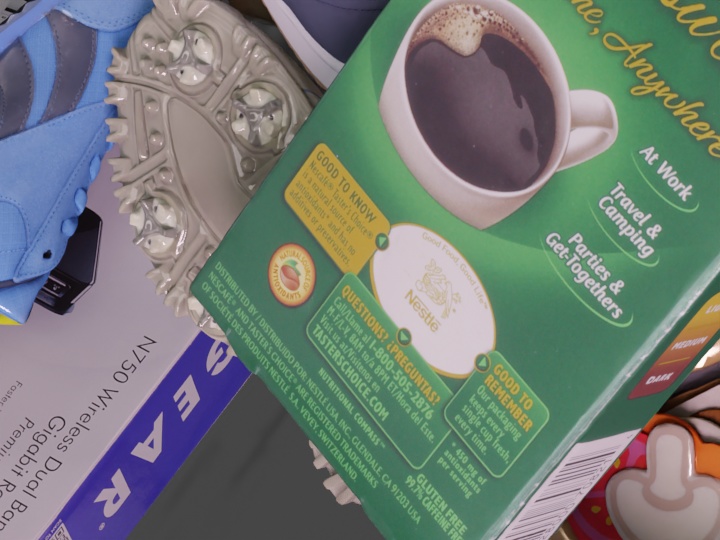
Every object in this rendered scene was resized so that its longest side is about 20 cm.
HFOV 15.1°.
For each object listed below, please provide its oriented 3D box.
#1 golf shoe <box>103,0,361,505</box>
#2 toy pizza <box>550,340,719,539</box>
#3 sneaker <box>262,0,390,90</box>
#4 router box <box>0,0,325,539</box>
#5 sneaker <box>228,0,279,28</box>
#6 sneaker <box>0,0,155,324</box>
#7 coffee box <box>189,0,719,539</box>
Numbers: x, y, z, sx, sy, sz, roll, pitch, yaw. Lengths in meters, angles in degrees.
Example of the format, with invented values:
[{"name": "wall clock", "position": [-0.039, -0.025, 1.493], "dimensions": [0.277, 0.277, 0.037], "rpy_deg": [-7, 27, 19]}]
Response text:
[{"name": "golf shoe", "position": [0.000, 0.000, 0.826], "dimensions": [0.078, 0.097, 0.200], "rpy_deg": [-41, 77, 29]}, {"name": "toy pizza", "position": [0.118, 0.024, 0.832], "dimensions": [0.199, 0.032, 0.201], "rpy_deg": [0, 90, 27]}, {"name": "sneaker", "position": [-0.035, -0.138, 0.778], "dimensions": [0.070, 0.109, 0.200], "rpy_deg": [-36, 61, -15]}, {"name": "router box", "position": [-0.117, -0.006, 0.887], "dimensions": [0.179, 0.049, 0.200], "rpy_deg": [27, 66, 24]}, {"name": "sneaker", "position": [0.022, -0.168, 0.861], "dimensions": [0.090, 0.067, 0.201], "rpy_deg": [19, 95, 31]}, {"name": "sneaker", "position": [-0.109, -0.031, 0.844], "dimensions": [0.079, 0.200, 0.066], "rpy_deg": [49, 154, -2]}, {"name": "coffee box", "position": [0.050, -0.025, 0.701], "dimensions": [0.123, 0.044, 0.200], "rpy_deg": [49, 120, 25]}]
